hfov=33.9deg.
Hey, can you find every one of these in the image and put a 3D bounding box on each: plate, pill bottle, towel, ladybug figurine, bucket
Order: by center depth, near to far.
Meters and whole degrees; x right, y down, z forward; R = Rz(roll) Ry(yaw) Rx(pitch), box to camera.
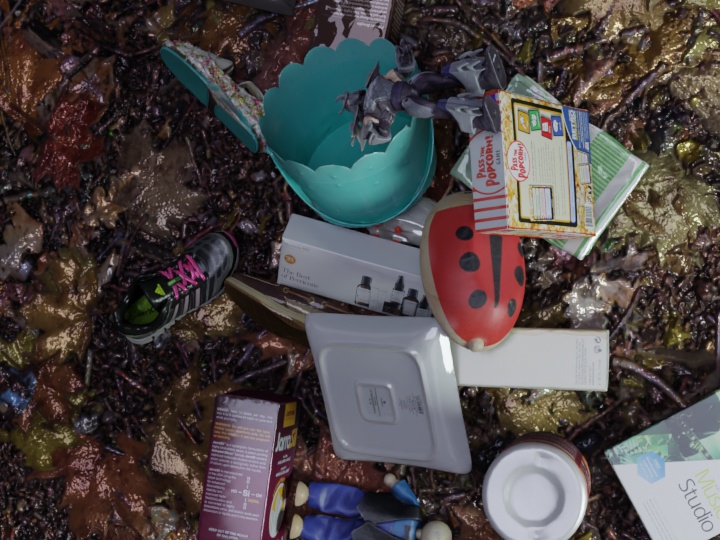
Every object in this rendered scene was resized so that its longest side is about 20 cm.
[{"bbox_3d":[0.204,0.244,1.341,0.113,0.200,0.116,-1,88,13],"label":"pill bottle"},{"bbox_3d":[0.135,-0.005,1.341,0.134,0.072,0.202,12,62,-27],"label":"ladybug figurine"},{"bbox_3d":[0.026,0.150,1.402,0.198,0.032,0.202,1,112,33],"label":"plate"},{"bbox_3d":[-0.006,-0.160,1.410,0.204,0.135,0.209,-10,54,14],"label":"bucket"},{"bbox_3d":[0.231,-0.126,1.445,0.199,0.023,0.153,36,96,12],"label":"towel"}]

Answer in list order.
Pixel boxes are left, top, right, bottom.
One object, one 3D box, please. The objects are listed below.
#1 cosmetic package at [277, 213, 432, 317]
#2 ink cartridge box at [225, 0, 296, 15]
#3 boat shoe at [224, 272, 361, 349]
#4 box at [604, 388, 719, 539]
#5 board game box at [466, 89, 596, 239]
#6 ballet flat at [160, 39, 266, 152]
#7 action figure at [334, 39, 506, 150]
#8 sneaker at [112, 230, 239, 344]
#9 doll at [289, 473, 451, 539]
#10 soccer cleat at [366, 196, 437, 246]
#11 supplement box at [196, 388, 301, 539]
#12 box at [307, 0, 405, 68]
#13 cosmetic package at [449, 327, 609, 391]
[{"bbox_3d":[0.000,0.000,1.442,0.197,0.051,0.083,15,134,5],"label":"cosmetic package"},{"bbox_3d":[-0.138,-0.448,1.516,0.144,0.084,0.203,14,91,13],"label":"ink cartridge box"},{"bbox_3d":[-0.078,0.044,1.493,0.198,0.072,0.072,24,62,21],"label":"boat shoe"},{"bbox_3d":[0.407,0.229,1.379,0.199,0.036,0.145,-30,81,9],"label":"box"},{"bbox_3d":[0.198,-0.116,1.341,0.046,0.199,0.154,-6,84,39],"label":"board game box"},{"bbox_3d":[-0.174,-0.233,1.531,0.200,0.076,0.064,46,66,7],"label":"ballet flat"},{"bbox_3d":[0.058,-0.191,1.277,0.198,0.069,0.132,0,67,30],"label":"action figure"},{"bbox_3d":[-0.240,0.023,1.512,0.199,0.087,0.074,-38,80,8],"label":"sneaker"},{"bbox_3d":[0.015,0.318,1.458,0.197,0.048,0.138,8,79,7],"label":"doll"},{"bbox_3d":[0.101,-0.049,1.451,0.198,0.070,0.078,21,50,2],"label":"soccer cleat"},{"bbox_3d":[-0.138,0.255,1.465,0.084,0.110,0.203,7,89,12],"label":"supplement box"},{"bbox_3d":[0.006,-0.353,1.485,0.099,0.075,0.203,12,88,12],"label":"box"},{"bbox_3d":[0.195,0.104,1.401,0.197,0.103,0.074,2,86,12],"label":"cosmetic package"}]
